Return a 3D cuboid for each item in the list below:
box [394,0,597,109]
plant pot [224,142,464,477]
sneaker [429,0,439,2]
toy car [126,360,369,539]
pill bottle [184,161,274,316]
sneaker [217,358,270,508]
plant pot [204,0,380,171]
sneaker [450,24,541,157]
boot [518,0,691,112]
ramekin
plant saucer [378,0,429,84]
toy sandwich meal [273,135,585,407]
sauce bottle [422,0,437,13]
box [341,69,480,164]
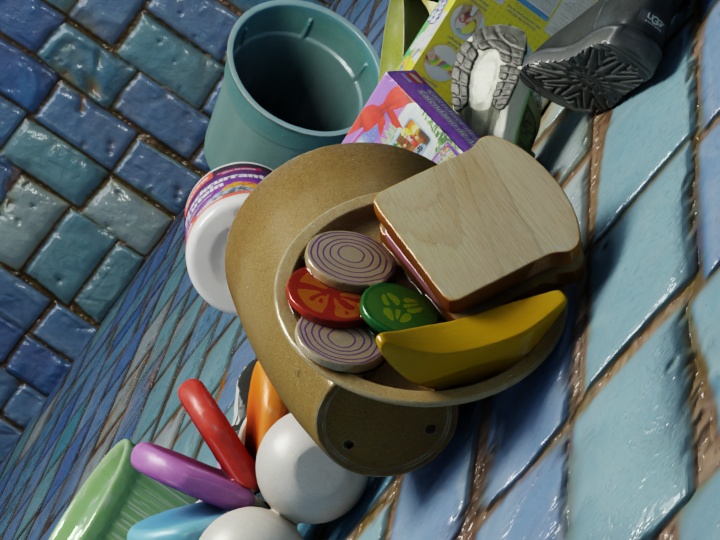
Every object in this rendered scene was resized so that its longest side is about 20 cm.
[{"bbox_3d":[0.098,-0.161,1.671,0.200,0.117,0.048,-58,17,-5],"label":"box"},{"bbox_3d":[0.007,0.044,1.388,0.186,0.186,0.200,-52,25,24],"label":"plant pot"},{"bbox_3d":[0.114,-0.253,1.770,0.082,0.200,0.077,-102,12,-49],"label":"sneaker"},{"bbox_3d":[-0.094,0.155,1.509,0.200,0.150,0.175,-58,11,-5],"label":"toy car"},{"bbox_3d":[-0.106,-0.037,1.877,0.112,0.111,0.200,-55,14,9],"label":"pill bottle"},{"bbox_3d":[-0.082,0.146,1.708,0.200,0.080,0.086,-56,-15,-57],"label":"sneaker"},{"bbox_3d":[-0.096,-0.192,2.522,0.196,0.200,0.200,-57,6,51],"label":"plant pot"},{"bbox_3d":[0.108,-0.081,1.568,0.077,0.089,0.200,10,83,39],"label":"sneaker"},{"bbox_3d":[0.206,-0.219,1.484,0.200,0.066,0.165,-63,19,-16],"label":"boot"},{"bbox_3d":[-0.239,0.272,1.985,0.200,0.098,0.200,-54,10,14],"label":"ramekin"},{"bbox_3d":[0.039,-0.156,1.828,0.200,0.031,0.200,-175,90,-85],"label":"plant saucer"},{"bbox_3d":[0.045,-0.001,1.277,0.070,0.205,0.205,92,-163,-46],"label":"toy sandwich meal"},{"bbox_3d":[0.084,-0.206,1.896,0.066,0.066,0.200,147,130,-66],"label":"sauce bottle"},{"bbox_3d":[0.024,-0.031,1.542,0.039,0.137,0.200,-9,-40,-50],"label":"box"}]
